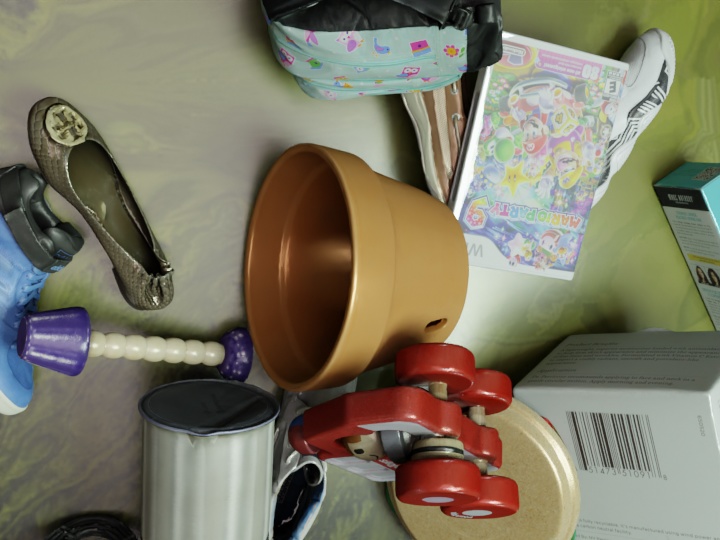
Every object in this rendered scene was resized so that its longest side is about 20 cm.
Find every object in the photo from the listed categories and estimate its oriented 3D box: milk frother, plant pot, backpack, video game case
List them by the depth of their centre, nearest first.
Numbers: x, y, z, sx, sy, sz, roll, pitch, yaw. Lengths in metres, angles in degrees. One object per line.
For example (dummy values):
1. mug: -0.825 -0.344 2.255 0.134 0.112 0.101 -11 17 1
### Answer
1. backpack: 0.015 -0.220 0.737 0.195 0.128 0.170 -6 56 8
2. milk frother: -0.175 0.193 0.748 0.195 0.180 0.193 0 102 -21
3. plant pot: 0.000 0.000 0.773 0.137 0.199 0.205 3 98 -32
4. video game case: 0.155 -0.099 0.804 0.140 0.018 0.205 7 104 -21

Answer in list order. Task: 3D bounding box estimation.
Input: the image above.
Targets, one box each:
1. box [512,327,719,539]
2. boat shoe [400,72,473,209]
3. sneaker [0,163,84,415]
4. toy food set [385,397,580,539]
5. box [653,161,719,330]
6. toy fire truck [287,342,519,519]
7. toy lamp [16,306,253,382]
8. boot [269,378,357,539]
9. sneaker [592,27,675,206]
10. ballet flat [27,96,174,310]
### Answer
1. box: 0.273 0.173 0.838 0.130 0.196 0.204 -29 107 -44
2. boat shoe: 0.091 -0.118 0.818 0.070 0.076 0.204 -15 105 17
3. sneaker: -0.281 0.013 0.746 0.109 0.077 0.205 -14 95 -3
4. toy food set: 0.111 0.202 0.847 0.196 0.049 0.203 -1 104 24
5. box: 0.379 -0.011 0.918 0.049 0.082 0.203 -31 105 -9
6. toy fire truck: 0.033 0.140 0.734 0.199 0.165 0.115 35 49 -53
7. toy lamp: -0.188 0.064 0.761 0.197 0.058 0.060 7 97 -36
8. boot: -0.044 0.156 0.821 0.072 0.095 0.204 18 93 -16
9. sneaker: 0.213 -0.160 0.854 0.114 0.075 0.203 30 93 -20
10. ballet flat: -0.213 -0.055 0.759 0.067 0.046 0.203 -40 112 -42
